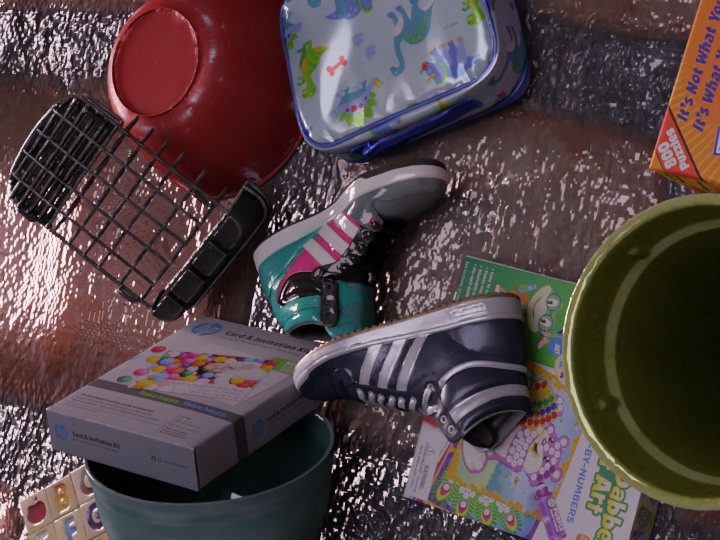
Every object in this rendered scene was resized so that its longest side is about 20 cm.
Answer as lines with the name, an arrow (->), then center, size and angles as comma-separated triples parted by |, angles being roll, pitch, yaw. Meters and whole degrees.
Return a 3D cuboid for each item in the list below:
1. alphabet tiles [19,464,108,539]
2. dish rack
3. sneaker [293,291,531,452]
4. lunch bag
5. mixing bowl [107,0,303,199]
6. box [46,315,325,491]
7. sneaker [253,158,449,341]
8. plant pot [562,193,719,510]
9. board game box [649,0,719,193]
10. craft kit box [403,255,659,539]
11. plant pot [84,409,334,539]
alphabet tiles -> -0.247, 0.281, 1.616 | 0.166, 0.006, 0.201 | -30, 67, 26
dish rack -> -0.194, -0.058, 1.520 | 0.200, 0.055, 0.153 | 38, 124, -6
sneaker -> 0.040, 0.095, 1.374 | 0.199, 0.070, 0.109 | -20, 70, 26
lunch bag -> 0.035, -0.182, 1.465 | 0.200, 0.082, 0.161 | -23, 70, 28
mixing bowl -> -0.146, -0.169, 1.565 | 0.200, 0.108, 0.201 | -5, 80, 31
box -> -0.129, 0.103, 1.459 | 0.156, 0.200, 0.041 | 11, 116, 34
sneaker -> 0.000, 0.000, 1.455 | 0.200, 0.083, 0.121 | -31, 61, 33
plant pot -> 0.267, 0.054, 1.210 | 0.200, 0.184, 0.201 | -1, 88, 35
board game box -> 0.344, -0.120, 1.184 | 0.199, 0.200, 0.201 | 18, 91, 33
craft kit box -> 0.146, 0.106, 1.371 | 0.197, 0.048, 0.201 | 14, 90, 31
plant pot -> -0.116, 0.200, 1.452 | 0.200, 0.200, 0.135 | 11, 116, 34
